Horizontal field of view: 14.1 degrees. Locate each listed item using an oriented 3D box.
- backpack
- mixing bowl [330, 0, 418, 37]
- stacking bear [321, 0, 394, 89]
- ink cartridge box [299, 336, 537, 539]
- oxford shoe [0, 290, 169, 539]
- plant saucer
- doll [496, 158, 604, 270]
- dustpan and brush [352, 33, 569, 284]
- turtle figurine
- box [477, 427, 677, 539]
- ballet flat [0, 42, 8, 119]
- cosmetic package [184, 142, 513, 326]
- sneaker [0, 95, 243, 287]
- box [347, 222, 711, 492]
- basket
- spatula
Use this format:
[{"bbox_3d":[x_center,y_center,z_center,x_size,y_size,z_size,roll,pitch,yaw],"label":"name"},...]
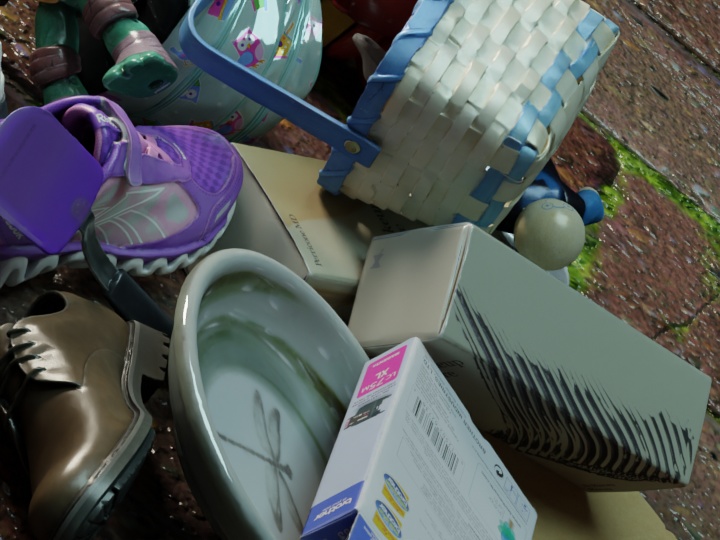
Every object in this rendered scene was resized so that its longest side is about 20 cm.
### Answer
[{"bbox_3d":[-0.095,-0.164,1.638,0.126,0.167,0.200,25,39,-28],"label":"backpack"},{"bbox_3d":[0.025,-0.212,1.703,0.108,0.200,0.200,-21,55,-11],"label":"mixing bowl"},{"bbox_3d":[-0.004,-0.183,1.832,0.200,0.114,0.121,51,56,-5],"label":"stacking bear"},{"bbox_3d":[0.028,0.130,1.392,0.119,0.042,0.200,56,22,-17],"label":"ink cartridge box"},{"bbox_3d":[-0.140,0.068,1.325,0.084,0.073,0.200,31,16,-14],"label":"oxford shoe"},{"bbox_3d":[-0.040,0.089,1.407,0.200,0.050,0.200,46,28,-33],"label":"plant saucer"},{"bbox_3d":[0.074,-0.059,1.651,0.136,0.049,0.200,8,29,-27],"label":"doll"},{"bbox_3d":[0.050,-0.057,1.763,0.200,0.057,0.139,47,27,12],"label":"dustpan and brush"},{"bbox_3d":[-0.170,-0.167,1.536,0.100,0.150,0.200,-12,67,-36],"label":"turtle figurine"},{"bbox_3d":[0.090,0.126,1.585,0.200,0.021,0.164,-4,52,-55],"label":"box"},{"bbox_3d":[-0.218,-0.104,1.430,0.073,0.073,0.200,56,16,27],"label":"ballet flat"},{"bbox_3d":[0.000,0.000,1.601,0.200,0.071,0.105,8,41,-48],"label":"cosmetic package"},{"bbox_3d":[-0.129,-0.048,1.454,0.200,0.089,0.081,-11,54,-44],"label":"sneaker"},{"bbox_3d":[0.091,0.049,1.541,0.200,0.082,0.069,30,65,-34],"label":"box"},{"bbox_3d":[0.020,-0.118,1.555,0.200,0.139,0.176,37,50,0],"label":"basket"},{"bbox_3d":[-0.123,-0.004,1.412,0.057,0.021,0.200,-61,142,-24],"label":"spatula"}]
